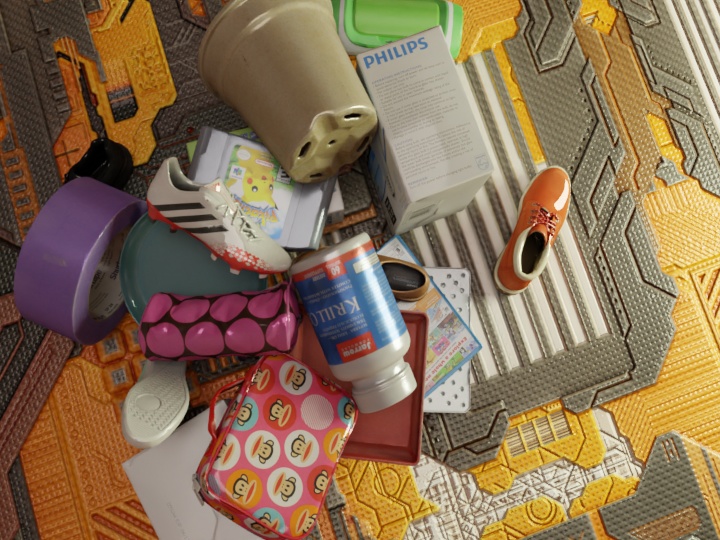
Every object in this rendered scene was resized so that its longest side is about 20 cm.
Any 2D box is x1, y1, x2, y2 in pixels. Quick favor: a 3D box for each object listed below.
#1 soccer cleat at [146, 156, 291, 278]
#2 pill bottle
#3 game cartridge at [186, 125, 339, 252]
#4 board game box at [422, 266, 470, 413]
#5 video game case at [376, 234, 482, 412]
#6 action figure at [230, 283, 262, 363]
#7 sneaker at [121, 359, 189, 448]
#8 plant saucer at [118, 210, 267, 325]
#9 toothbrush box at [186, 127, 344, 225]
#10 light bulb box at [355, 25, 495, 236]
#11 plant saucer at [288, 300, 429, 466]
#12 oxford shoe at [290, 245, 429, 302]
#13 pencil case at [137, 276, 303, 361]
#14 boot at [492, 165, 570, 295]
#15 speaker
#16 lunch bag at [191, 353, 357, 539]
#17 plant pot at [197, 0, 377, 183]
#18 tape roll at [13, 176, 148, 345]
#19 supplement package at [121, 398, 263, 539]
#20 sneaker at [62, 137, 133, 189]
[{"bbox_3d":[-0.167,-0.063,0.838,0.196,0.069,0.087,29,116,2],"label":"soccer cleat"},{"bbox_3d":[-0.003,0.066,0.864,0.110,0.112,0.204,-24,94,-5],"label":"pill bottle"},{"bbox_3d":[-0.138,-0.101,0.928,0.195,0.040,0.137,16,88,-1],"label":"game cartridge"},{"bbox_3d":[0.060,0.097,0.994,0.194,0.026,0.206,2,82,-2],"label":"board game box"},{"bbox_3d":[0.058,0.073,0.976,0.142,0.018,0.202,-37,84,-7],"label":"video game case"},{"bbox_3d":[-0.197,0.069,0.961,0.194,0.069,0.134,-5,96,7],"label":"action figure"},{"bbox_3d":[-0.257,0.188,0.860,0.072,0.201,0.121,16,109,-11],"label":"sneaker"},{"bbox_3d":[-0.215,0.006,0.903,0.194,0.027,0.206,0,102,2],"label":"plant saucer"},{"bbox_3d":[-0.133,-0.124,0.991,0.195,0.086,0.150,-15,83,-3],"label":"toothbrush box"},{"bbox_3d":[0.075,-0.180,0.948,0.122,0.198,0.205,-19,82,-7],"label":"light bulb box"},{"bbox_3d":[-0.008,0.150,0.944,0.194,0.037,0.206,4,91,9],"label":"plant saucer"},{"bbox_3d":[0.000,0.000,0.941,0.194,0.071,0.074,5,83,1],"label":"oxford shoe"},{"bbox_3d":[-0.172,0.061,0.855,0.194,0.091,0.096,-3,69,4],"label":"pencil case"},{"bbox_3d":[0.258,-0.065,0.985,0.073,0.107,0.204,24,80,4],"label":"boot"},{"bbox_3d":[0.051,-0.362,1.032,0.194,0.089,0.091,4,81,-1],"label":"speaker"},{"bbox_3d":[-0.110,0.207,0.845,0.174,0.082,0.203,33,58,-10],"label":"lunch bag"},{"bbox_3d":[-0.077,-0.221,0.868,0.197,0.201,0.186,-31,71,-6],"label":"plant pot"},{"bbox_3d":[-0.354,-0.012,0.909,0.083,0.200,0.205,21,81,3],"label":"tape roll"},{"bbox_3d":[-0.188,0.297,0.915,0.153,0.111,0.203,-30,84,-5],"label":"supplement package"},{"bbox_3d":[-0.397,-0.099,0.978,0.074,0.091,0.205,21,83,1],"label":"sneaker"}]
